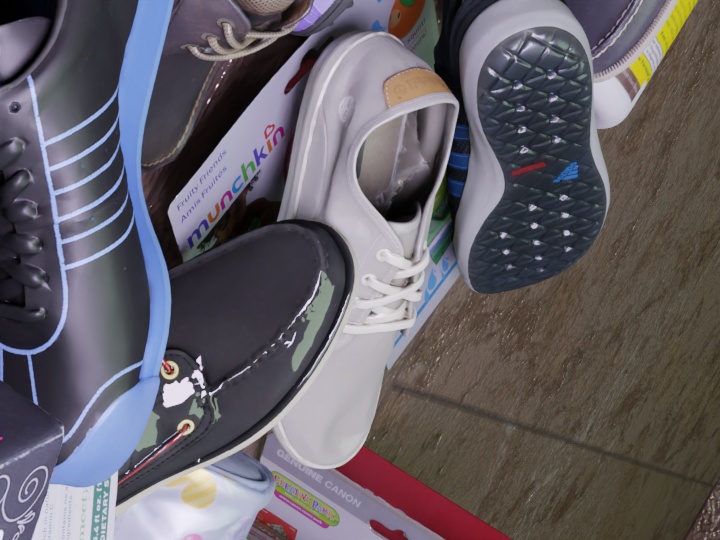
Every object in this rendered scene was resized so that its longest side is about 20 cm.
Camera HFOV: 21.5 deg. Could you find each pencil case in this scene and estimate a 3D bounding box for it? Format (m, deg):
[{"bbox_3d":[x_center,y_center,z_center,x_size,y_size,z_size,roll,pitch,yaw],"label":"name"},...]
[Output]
[{"bbox_3d":[-0.117,0.162,0.897,0.201,0.083,0.091,-63,156,8],"label":"pencil case"}]

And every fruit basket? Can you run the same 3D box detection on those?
[{"bbox_3d":[-0.008,-0.037,0.867,0.186,0.093,0.200,-52,161,-22],"label":"fruit basket"}]

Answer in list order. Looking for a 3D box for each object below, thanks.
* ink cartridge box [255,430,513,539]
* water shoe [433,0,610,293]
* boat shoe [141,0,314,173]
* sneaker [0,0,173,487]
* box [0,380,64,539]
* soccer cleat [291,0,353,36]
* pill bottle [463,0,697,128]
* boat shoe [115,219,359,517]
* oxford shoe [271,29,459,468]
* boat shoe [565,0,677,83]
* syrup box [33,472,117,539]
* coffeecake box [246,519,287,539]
[{"bbox_3d":[0.027,0.185,1.099,0.084,0.199,0.177,-37,151,-47],"label":"ink cartridge box"},{"bbox_3d":[0.069,-0.067,0.840,0.071,0.079,0.201,-13,147,-7],"label":"water shoe"},{"bbox_3d":[-0.059,-0.108,0.676,0.074,0.073,0.201,-36,153,-41],"label":"boat shoe"},{"bbox_3d":[-0.104,-0.031,0.586,0.078,0.070,0.202,1,91,-58],"label":"sneaker"},{"bbox_3d":[-0.185,0.052,0.418,0.115,0.199,0.133,-24,140,-56],"label":"box"},{"bbox_3d":[-0.013,-0.182,0.732,0.073,0.068,0.201,-2,132,-34],"label":"soccer cleat"},{"bbox_3d":[0.141,-0.185,1.009,0.201,0.109,0.109,-58,160,-6],"label":"pill bottle"},{"bbox_3d":[-0.088,0.046,0.752,0.201,0.074,0.063,-35,157,6],"label":"boat shoe"},{"bbox_3d":[0.000,0.000,0.802,0.075,0.058,0.202,-14,123,-43],"label":"oxford shoe"},{"bbox_3d":[0.114,-0.179,0.807,0.063,0.072,0.201,-3,116,-58],"label":"boat shoe"},{"bbox_3d":[-0.159,0.061,0.632,0.200,0.081,0.080,18,72,-70],"label":"syrup box"},{"bbox_3d":[-0.071,0.249,1.022,0.201,0.153,0.073,-60,160,1],"label":"coffeecake box"}]
